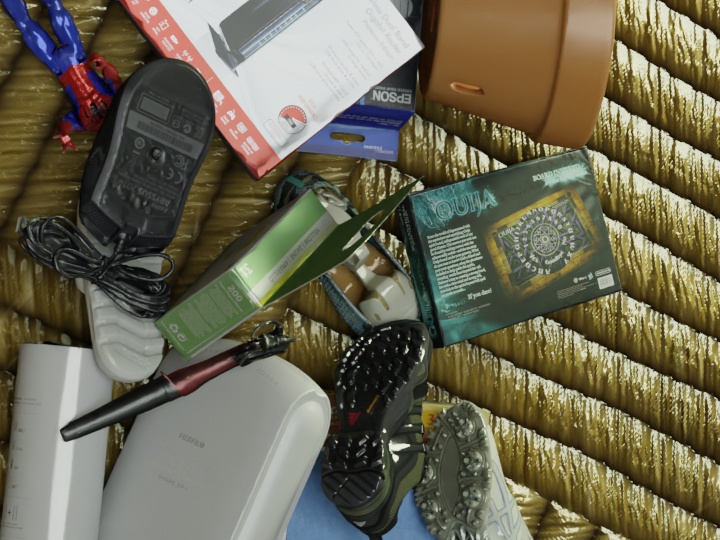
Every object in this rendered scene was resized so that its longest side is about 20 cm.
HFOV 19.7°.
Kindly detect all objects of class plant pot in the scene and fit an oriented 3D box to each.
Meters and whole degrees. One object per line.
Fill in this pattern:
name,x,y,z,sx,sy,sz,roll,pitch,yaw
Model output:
plant pot,0.126,-0.208,1.743,0.139,0.200,0.201,5,90,-6

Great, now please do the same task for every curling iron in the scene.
curling iron,-0.145,0.086,1.633,0.199,0.050,0.026,-23,75,-5

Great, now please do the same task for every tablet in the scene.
tablet,0.025,0.223,1.736,0.199,0.014,0.131,12,75,-21

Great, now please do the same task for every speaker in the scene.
speaker,-0.245,0.158,1.666,0.081,0.081,0.201,7,84,-19

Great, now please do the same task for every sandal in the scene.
sandal,-0.201,-0.002,1.683,0.082,0.050,0.204,17,58,-31

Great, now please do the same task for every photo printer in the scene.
photo printer,-0.119,0.156,1.678,0.069,0.166,0.201,31,81,-49

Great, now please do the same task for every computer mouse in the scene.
computer mouse,-0.184,-0.075,1.649,0.138,0.053,0.201,29,76,-28

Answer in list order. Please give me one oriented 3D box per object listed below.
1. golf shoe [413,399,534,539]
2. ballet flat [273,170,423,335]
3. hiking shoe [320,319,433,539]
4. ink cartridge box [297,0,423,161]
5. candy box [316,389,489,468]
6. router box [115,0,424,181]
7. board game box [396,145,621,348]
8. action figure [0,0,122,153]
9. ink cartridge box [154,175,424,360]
golf shoe,0.103,0.212,1.739,0.097,0.078,0.201,14,67,-50
ballet flat,0.000,0.000,1.762,0.074,0.074,0.200,-46,105,-12
hiking shoe,0.018,0.133,1.714,0.101,0.075,0.201,69,31,-44
ink cartridge box,0.001,-0.197,1.772,0.099,0.039,0.201,3,91,-20
candy box,0.005,0.165,1.775,0.199,0.056,0.117,8,89,-21
router box,-0.078,-0.207,1.710,0.179,0.049,0.200,-39,94,-5
board game box,0.130,-0.022,1.803,0.199,0.028,0.136,-16,94,-31
action figure,-0.242,-0.173,1.658,0.065,0.099,0.201,-31,104,4
ink cartridge box,-0.058,-0.017,1.647,0.048,0.200,0.146,50,39,-7
